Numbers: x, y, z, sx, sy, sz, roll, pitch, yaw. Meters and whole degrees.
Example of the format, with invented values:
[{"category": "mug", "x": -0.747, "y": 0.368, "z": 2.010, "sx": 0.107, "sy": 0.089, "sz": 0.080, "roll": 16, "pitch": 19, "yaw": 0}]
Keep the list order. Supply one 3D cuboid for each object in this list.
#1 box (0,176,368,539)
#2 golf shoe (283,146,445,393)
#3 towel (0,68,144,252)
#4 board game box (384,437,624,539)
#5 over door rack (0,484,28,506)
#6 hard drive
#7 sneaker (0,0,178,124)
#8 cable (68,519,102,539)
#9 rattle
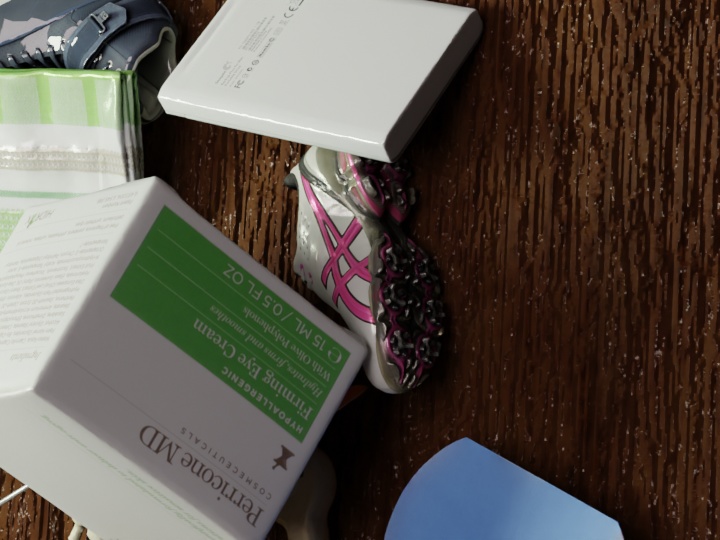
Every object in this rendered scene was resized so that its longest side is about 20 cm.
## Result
[{"category": "box", "x": -0.149, "y": 0.069, "z": 1.532, "sx": 0.200, "sy": 0.199, "sz": 0.171, "roll": -8, "pitch": 47, "yaw": 57}, {"category": "golf shoe", "x": 0.000, "y": 0.000, "z": 1.588, "sx": 0.092, "sy": 0.073, "sz": 0.200, "roll": -29, "pitch": 59, "yaw": 31}, {"category": "towel", "x": -0.229, "y": -0.051, "z": 1.705, "sx": 0.149, "sy": 0.031, "sz": 0.200, "roll": 2, "pitch": 106, "yaw": 19}, {"category": "board game box", "x": 0.101, "y": 0.208, "z": 1.508, "sx": 0.200, "sy": 0.039, "sz": 0.158, "roll": 27, "pitch": 103, "yaw": 38}, {"category": "over door rack", "x": -0.325, "y": 0.133, "z": 1.720, "sx": 0.200, "sy": 0.148, "sz": 0.067, "roll": -37, "pitch": 27, "yaw": 8}, {"category": "hard drive", "x": -0.029, "y": -0.146, "z": 1.616, "sx": 0.200, "sy": 0.026, "sz": 0.132, "roll": 15, "pitch": 58, "yaw": 34}, {"category": "sneaker", "x": -0.232, "y": -0.150, "z": 1.731, "sx": 0.202, "sy": 0.077, "sz": 0.146, "roll": -37, "pitch": 65, "yaw": 0}, {"category": "cable", "x": -0.158, "y": 0.121, "z": 1.668, "sx": 0.097, "sy": 0.050, "sz": 0.200, "roll": 18, "pitch": 103, "yaw": 34}, {"category": "rattle", "x": -0.087, "y": 0.159, "z": 1.580, "sx": 0.130, "sy": 0.143, "sz": 0.200, "roll": 47, "pitch": 115, "yaw": 48}]
